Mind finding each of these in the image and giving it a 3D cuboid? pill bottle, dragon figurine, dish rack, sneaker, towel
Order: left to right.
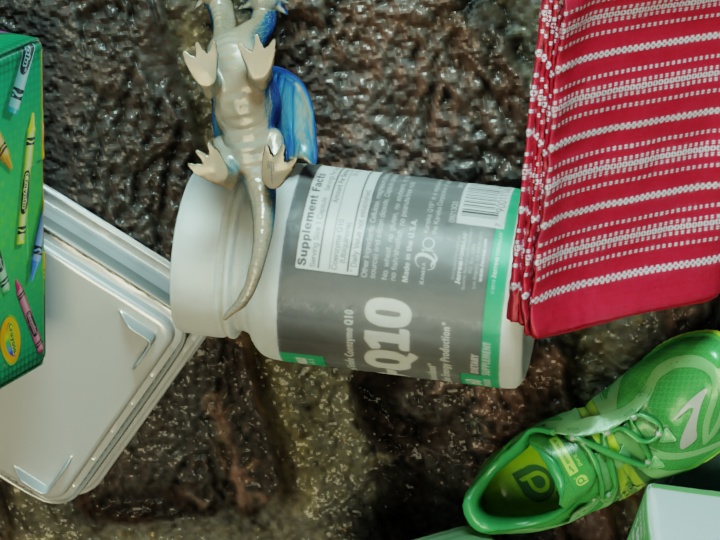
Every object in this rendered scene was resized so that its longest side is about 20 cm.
[{"bbox_3d":[-0.203,0.050,1.538,0.171,0.044,0.200,32,123,-8],"label":"dish rack"},{"bbox_3d":[-0.058,-0.080,1.368,0.059,0.099,0.201,-9,96,10],"label":"dragon figurine"},{"bbox_3d":[0.000,0.000,1.421,0.199,0.113,0.113,7,122,9],"label":"pill bottle"},{"bbox_3d":[0.143,0.106,1.465,0.200,0.084,0.074,-35,86,27],"label":"sneaker"},{"bbox_3d":[0.149,-0.066,1.340,0.144,0.022,0.200,-10,117,-30],"label":"towel"}]

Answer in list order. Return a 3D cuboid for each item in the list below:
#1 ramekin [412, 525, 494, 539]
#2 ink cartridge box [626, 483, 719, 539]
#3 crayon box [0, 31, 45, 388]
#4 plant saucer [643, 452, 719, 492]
[{"bbox_3d":[0.058,0.251,1.510,0.097,0.200,0.200,-19,118,-8],"label":"ramekin"},{"bbox_3d":[0.216,0.231,1.502,0.146,0.084,0.200,8,131,-8],"label":"ink cartridge box"},{"bbox_3d":[-0.246,-0.041,1.445,0.119,0.058,0.201,13,114,25],"label":"crayon box"},{"bbox_3d":[0.273,0.148,1.507,0.200,0.019,0.070,22,122,0],"label":"plant saucer"}]
